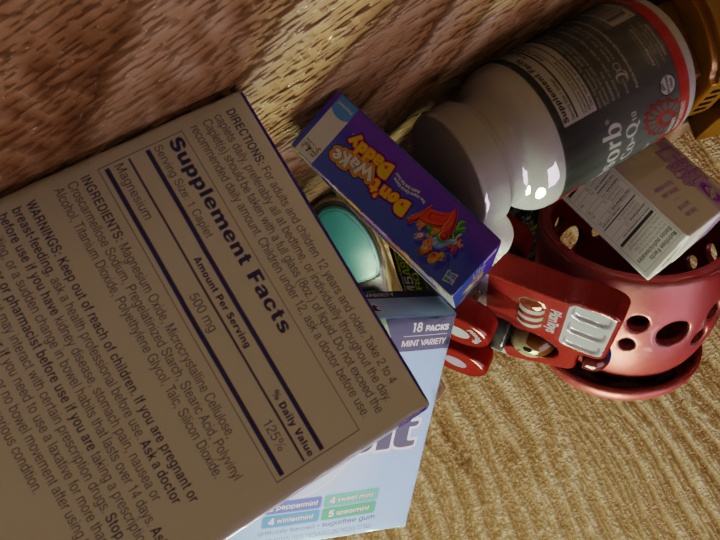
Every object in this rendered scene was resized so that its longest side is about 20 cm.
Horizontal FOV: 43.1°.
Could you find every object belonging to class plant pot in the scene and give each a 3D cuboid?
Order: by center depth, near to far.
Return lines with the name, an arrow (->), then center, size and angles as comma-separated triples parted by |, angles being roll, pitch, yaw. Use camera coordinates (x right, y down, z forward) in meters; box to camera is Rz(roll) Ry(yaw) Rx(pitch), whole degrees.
plant pot -> 0.280, 0.021, 0.949 | 0.199, 0.200, 0.184 | -28, 131, -28

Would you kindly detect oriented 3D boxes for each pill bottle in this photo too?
pill bottle -> 0.144, -0.117, 0.691 | 0.198, 0.117, 0.116 | -30, 173, -16

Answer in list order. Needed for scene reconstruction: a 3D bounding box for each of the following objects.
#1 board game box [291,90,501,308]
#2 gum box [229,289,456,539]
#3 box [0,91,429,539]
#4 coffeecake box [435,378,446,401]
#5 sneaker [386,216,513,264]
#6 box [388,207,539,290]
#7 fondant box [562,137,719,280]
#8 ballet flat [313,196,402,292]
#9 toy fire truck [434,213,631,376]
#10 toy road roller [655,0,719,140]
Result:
board game box -> 0.031, -0.039, 0.633 | 0.045, 0.134, 0.200 | -46, 172, 2
gum box -> -0.027, 0.115, 0.695 | 0.168, 0.045, 0.203 | -1, 116, -26
box -> -0.103, 0.045, 0.448 | 0.198, 0.185, 0.105 | -29, 171, -21
coffeecake box -> 0.012, 0.063, 0.996 | 0.073, 0.202, 0.153 | -31, 173, 5
sneaker -> 0.075, -0.058, 0.795 | 0.080, 0.077, 0.199 | -36, -154, -16
box -> 0.121, -0.032, 0.978 | 0.199, 0.162, 0.044 | -28, -163, -35
fondant box -> 0.227, -0.097, 0.823 | 0.144, 0.200, 0.058 | -23, 156, -50
ballet flat -> 0.000, 0.000, 0.844 | 0.068, 0.201, 0.063 | -12, -141, 13
toy fire truck -> 0.155, 0.043, 0.843 | 0.113, 0.166, 0.201 | -62, 164, -19
toy road roller -> 0.293, -0.194, 0.828 | 0.144, 0.125, 0.200 | -18, 170, -2
